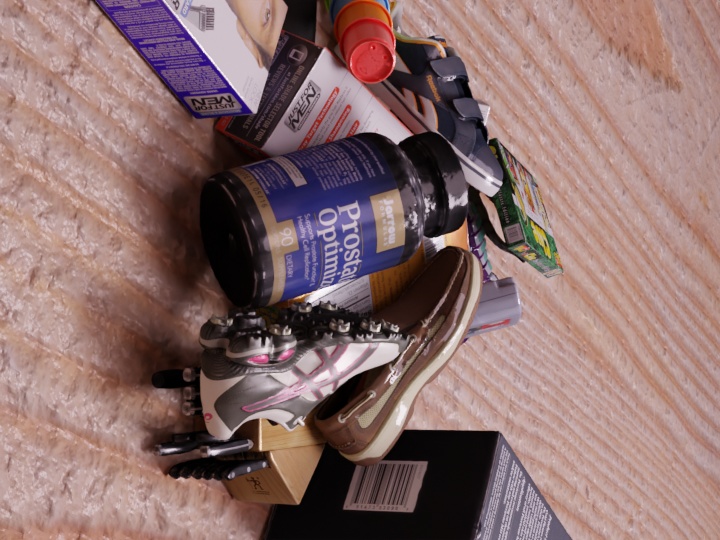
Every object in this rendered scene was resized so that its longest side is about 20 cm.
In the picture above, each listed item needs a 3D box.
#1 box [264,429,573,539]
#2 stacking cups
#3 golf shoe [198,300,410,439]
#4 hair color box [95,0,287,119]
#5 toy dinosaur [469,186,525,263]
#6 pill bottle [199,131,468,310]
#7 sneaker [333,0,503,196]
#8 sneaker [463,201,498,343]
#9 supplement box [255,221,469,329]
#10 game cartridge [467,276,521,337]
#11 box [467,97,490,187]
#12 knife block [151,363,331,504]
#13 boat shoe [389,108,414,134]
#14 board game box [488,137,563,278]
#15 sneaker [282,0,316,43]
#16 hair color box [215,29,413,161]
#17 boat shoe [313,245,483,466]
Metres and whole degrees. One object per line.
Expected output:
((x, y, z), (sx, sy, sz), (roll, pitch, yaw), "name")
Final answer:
((0.055, 0.237, 1.501), (0.197, 0.199, 0.125), (57, 42, -44), "box")
((-0.002, -0.211, 1.475), (0.200, 0.060, 0.061), (-96, 168, -59), "stacking cups")
((-0.047, 0.073, 1.331), (0.199, 0.077, 0.089), (-4, 109, -43), "golf shoe")
((-0.136, -0.218, 1.315), (0.200, 0.064, 0.110), (51, 45, -50), "hair color box")
((0.110, -0.088, 1.726), (0.201, 0.047, 0.088), (55, 19, 8), "toy dinosaur")
((-0.019, -0.047, 1.379), (0.199, 0.112, 0.113), (-17, 107, -23), "pill bottle")
((0.069, -0.158, 1.549), (0.200, 0.079, 0.078), (46, 10, 9), "sneaker")
((0.079, -0.008, 1.692), (0.088, 0.074, 0.201), (-51, 129, -32), "sneaker")
((0.000, 0.000, 1.471), (0.199, 0.066, 0.069), (-25, 124, -32), "supplement box")
((0.080, 0.045, 1.585), (0.200, 0.132, 0.041), (48, 31, -83), "game cartridge")
((0.075, -0.067, 1.629), (0.039, 0.041, 0.201), (-127, -132, -70), "box")
((-0.090, 0.096, 1.384), (0.201, 0.064, 0.176), (-63, 141, -39), "knife block")
((0.033, -0.060, 1.592), (0.072, 0.060, 0.202), (105, -2, -73), "boat shoe")
((0.157, -0.057, 1.672), (0.200, 0.023, 0.105), (25, 51, -72), "board game box")
((-0.041, -0.260, 1.441), (0.075, 0.106, 0.202), (-16, 104, -60), "sneaker")
((-0.028, -0.112, 1.472), (0.102, 0.061, 0.200), (-58, 145, -6), "hair color box")
((0.030, 0.059, 1.425), (0.075, 0.075, 0.203), (38, 73, -32), "boat shoe")
